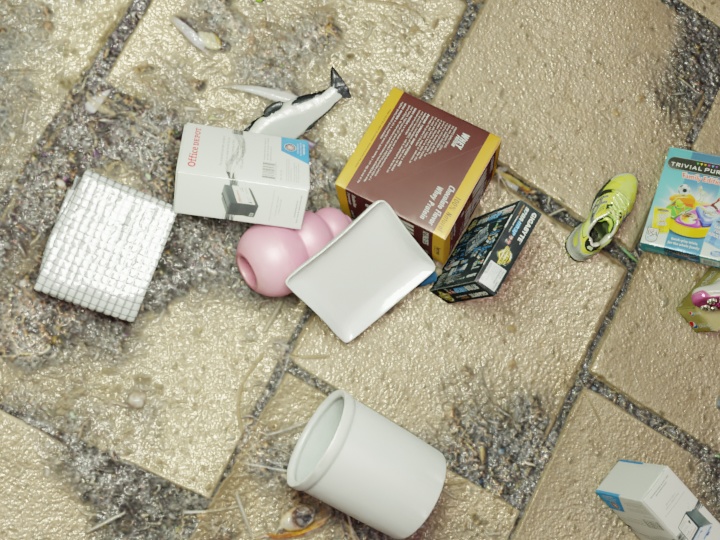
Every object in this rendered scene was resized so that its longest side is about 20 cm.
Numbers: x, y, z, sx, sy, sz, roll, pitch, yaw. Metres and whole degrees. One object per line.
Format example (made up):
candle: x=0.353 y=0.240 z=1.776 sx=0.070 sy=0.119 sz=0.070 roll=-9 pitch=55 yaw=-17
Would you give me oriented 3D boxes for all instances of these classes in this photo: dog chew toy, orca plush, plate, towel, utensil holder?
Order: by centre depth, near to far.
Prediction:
towel: x=-0.391 y=-0.036 z=1.401 sx=0.166 sy=0.086 sz=0.200 roll=21 pitch=81 yaw=-12
utensil holder: x=0.011 y=0.312 z=1.447 sx=0.200 sy=0.170 sz=0.170 roll=32 pitch=77 yaw=-15
plate: x=0.000 y=0.000 z=1.453 sx=0.200 sy=0.032 sz=0.200 roll=-40 pitch=134 yaw=2
dog chew toy: x=-0.099 y=-0.040 z=1.474 sx=0.200 sy=0.125 sz=0.125 roll=-27 pitch=93 yaw=-26
orca plush: x=-0.120 y=-0.270 z=1.508 sx=0.200 sy=0.071 sz=0.105 roll=-41 pitch=141 yaw=10

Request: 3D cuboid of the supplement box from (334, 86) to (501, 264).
supplement box: x=0.096 y=-0.153 z=1.496 sx=0.200 sy=0.133 sz=0.197 roll=27 pitch=76 yaw=12

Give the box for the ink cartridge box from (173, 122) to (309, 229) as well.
ink cartridge box: x=-0.184 y=-0.149 z=1.425 sx=0.200 sy=0.084 sz=0.145 roll=7 pitch=39 yaw=-10

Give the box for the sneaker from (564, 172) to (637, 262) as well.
sneaker: x=0.458 y=-0.098 z=1.666 sx=0.075 sy=0.076 sz=0.200 roll=37 pitch=75 yaw=-9

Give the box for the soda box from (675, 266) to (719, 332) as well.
soda box: x=0.695 y=0.026 z=1.733 sx=0.200 sy=0.064 sz=0.068 roll=-45 pitch=98 yaw=-16

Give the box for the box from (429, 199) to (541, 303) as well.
box: x=0.204 y=-0.027 z=1.518 sx=0.046 sy=0.200 sz=0.159 roll=34 pitch=75 yaw=-10

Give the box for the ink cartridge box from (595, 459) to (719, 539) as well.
ink cartridge box: x=0.537 y=0.435 z=1.602 sx=0.200 sy=0.146 sz=0.086 roll=45 pitch=73 yaw=-9

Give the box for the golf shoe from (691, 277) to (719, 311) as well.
golf shoe: x=0.688 y=0.023 z=1.669 sx=0.200 sy=0.075 sz=0.092 roll=-5 pitch=68 yaw=-18

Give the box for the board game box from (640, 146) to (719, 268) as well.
board game box: x=0.624 y=-0.119 z=1.691 sx=0.151 sy=0.047 sz=0.200 roll=15 pitch=78 yaw=24

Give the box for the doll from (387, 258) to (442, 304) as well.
doll: x=0.086 y=-0.035 z=1.561 sx=0.136 sy=0.048 sz=0.200 roll=25 pitch=75 yaw=-12
